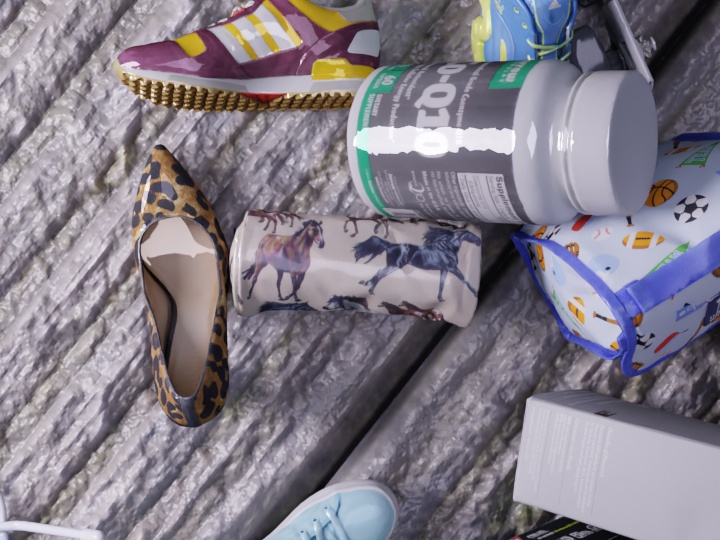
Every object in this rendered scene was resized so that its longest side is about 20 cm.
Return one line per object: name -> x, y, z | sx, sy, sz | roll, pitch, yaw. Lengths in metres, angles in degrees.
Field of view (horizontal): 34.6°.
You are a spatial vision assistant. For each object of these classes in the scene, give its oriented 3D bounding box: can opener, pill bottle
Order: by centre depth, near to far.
pill bottle -> 0.099, -0.090, 0.813 | 0.198, 0.113, 0.115 | 4, 94, 33
can opener -> 0.172, -0.219, 0.890 | 0.066, 0.053, 0.202 | -22, 95, -3

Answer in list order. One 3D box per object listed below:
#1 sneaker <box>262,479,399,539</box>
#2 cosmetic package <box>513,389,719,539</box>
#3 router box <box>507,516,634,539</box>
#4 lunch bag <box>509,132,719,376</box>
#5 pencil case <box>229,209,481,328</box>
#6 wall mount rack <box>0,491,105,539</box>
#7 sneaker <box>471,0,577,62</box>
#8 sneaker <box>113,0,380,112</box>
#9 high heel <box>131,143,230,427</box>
sneaker -> -0.053, 0.233, 0.879 | 0.199, 0.082, 0.074 | -34, 97, -3
cosmetic package -> 0.223, 0.150, 0.841 | 0.198, 0.106, 0.091 | 9, 93, 33
router box -> 0.162, 0.291, 0.872 | 0.149, 0.062, 0.203 | -3, 95, -50
lunch bag -> 0.221, -0.015, 0.833 | 0.169, 0.200, 0.125 | -32, 96, -4
pencil case -> 0.000, 0.000, 0.874 | 0.197, 0.090, 0.079 | 3, 67, -6
wall mount rack -> -0.269, 0.255, 0.862 | 0.171, 0.075, 0.203 | -4, 94, -5
sneaker -> 0.124, -0.161, 0.862 | 0.075, 0.105, 0.203 | -13, 94, -4
sneaker -> -0.084, -0.169, 0.864 | 0.197, 0.075, 0.091 | 1, 85, -12
high heel -> -0.128, 0.007, 0.828 | 0.070, 0.143, 0.203 | -10, 94, -5
